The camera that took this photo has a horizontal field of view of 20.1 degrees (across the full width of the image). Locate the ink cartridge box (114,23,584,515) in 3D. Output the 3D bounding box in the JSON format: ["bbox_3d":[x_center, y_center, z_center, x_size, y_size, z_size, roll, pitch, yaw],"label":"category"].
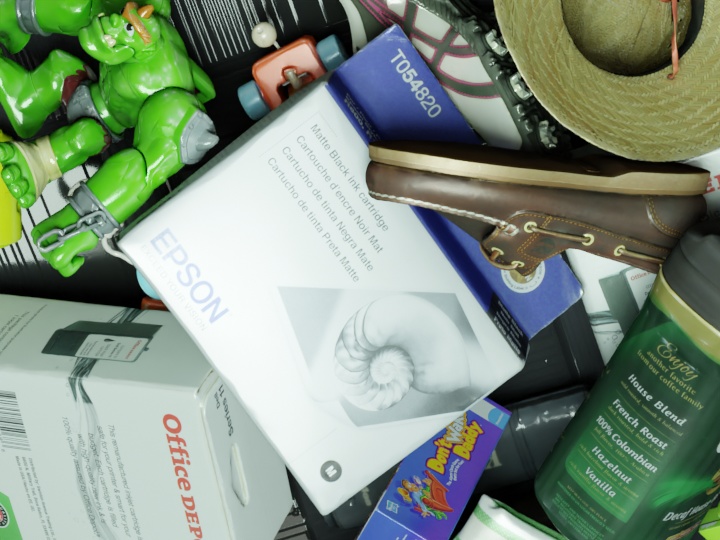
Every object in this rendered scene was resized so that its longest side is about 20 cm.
[{"bbox_3d":[0.000,0.000,1.130,0.199,0.041,0.200,-38,102,-2],"label":"ink cartridge box"}]

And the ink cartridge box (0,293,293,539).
[{"bbox_3d":[-0.152,0.101,1.235,0.198,0.083,0.148,6,124,24],"label":"ink cartridge box"}]

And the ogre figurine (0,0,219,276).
[{"bbox_3d":[-0.152,-0.104,1.170,0.119,0.201,0.099,-25,126,6],"label":"ogre figurine"}]

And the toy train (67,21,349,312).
[{"bbox_3d":[-0.072,-0.054,1.242,0.199,0.056,0.151,-31,99,13],"label":"toy train"}]

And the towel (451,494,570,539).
[{"bbox_3d":[0.084,0.240,1.163,0.152,0.023,0.201,28,109,-5],"label":"towel"}]

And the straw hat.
[{"bbox_3d":[0.148,-0.148,1.168,0.199,0.085,0.203,4,80,-21],"label":"straw hat"}]

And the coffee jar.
[{"bbox_3d":[0.181,0.063,1.113,0.085,0.104,0.201,43,123,27],"label":"coffee jar"}]

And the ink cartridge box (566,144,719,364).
[{"bbox_3d":[0.209,0.013,1.219,0.145,0.083,0.201,-19,106,9],"label":"ink cartridge box"}]

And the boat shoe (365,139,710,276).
[{"bbox_3d":[0.097,-0.030,1.104,0.198,0.070,0.071,6,103,-14],"label":"boat shoe"}]

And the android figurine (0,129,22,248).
[{"bbox_3d":[-0.298,-0.063,1.259,0.180,0.041,0.202,5,111,2],"label":"android figurine"}]

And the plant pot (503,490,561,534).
[{"bbox_3d":[0.117,0.220,1.256,0.198,0.175,0.202,1,110,3],"label":"plant pot"}]

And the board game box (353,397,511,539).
[{"bbox_3d":[0.013,0.178,1.225,0.045,0.135,0.201,30,127,3],"label":"board game box"}]

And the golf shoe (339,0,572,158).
[{"bbox_3d":[0.050,-0.123,1.185,0.088,0.077,0.201,-37,79,23],"label":"golf shoe"}]

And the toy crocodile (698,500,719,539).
[{"bbox_3d":[0.262,0.131,1.155,0.067,0.062,0.200,42,150,-5],"label":"toy crocodile"}]

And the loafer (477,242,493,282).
[{"bbox_3d":[-0.012,0.007,1.186,0.198,0.071,0.074,-3,104,6],"label":"loafer"}]

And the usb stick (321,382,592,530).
[{"bbox_3d":[0.065,0.119,1.292,0.198,0.033,0.056,-17,113,14],"label":"usb stick"}]
